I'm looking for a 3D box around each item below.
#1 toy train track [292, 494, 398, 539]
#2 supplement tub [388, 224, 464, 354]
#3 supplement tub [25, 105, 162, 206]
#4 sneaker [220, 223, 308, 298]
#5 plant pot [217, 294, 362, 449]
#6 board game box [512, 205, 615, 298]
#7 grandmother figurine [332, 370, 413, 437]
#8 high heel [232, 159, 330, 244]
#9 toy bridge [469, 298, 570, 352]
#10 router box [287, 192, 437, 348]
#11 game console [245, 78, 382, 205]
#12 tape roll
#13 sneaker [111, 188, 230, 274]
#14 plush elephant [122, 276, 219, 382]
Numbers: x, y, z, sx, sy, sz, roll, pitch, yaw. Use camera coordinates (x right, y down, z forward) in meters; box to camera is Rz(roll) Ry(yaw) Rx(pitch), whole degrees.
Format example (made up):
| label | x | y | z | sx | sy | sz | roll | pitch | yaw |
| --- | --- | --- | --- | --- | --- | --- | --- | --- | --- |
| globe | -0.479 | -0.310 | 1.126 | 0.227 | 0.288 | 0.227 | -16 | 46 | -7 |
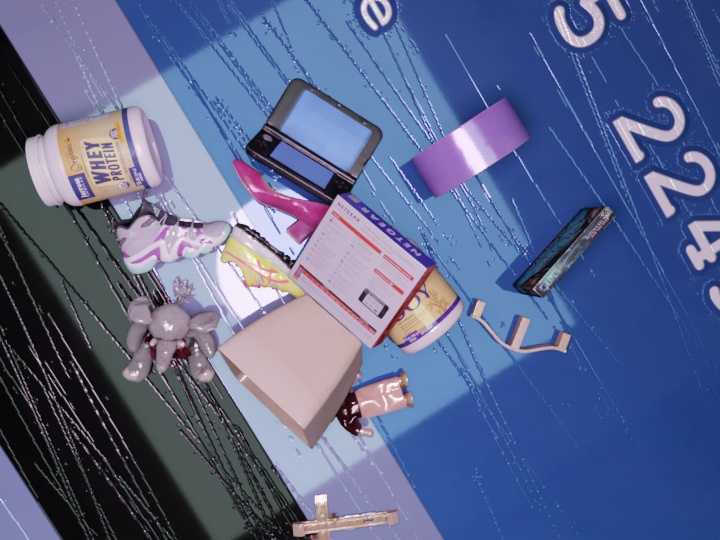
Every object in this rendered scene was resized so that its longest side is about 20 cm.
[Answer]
| label | x | y | z | sx | sy | sz | roll | pitch | yaw |
| --- | --- | --- | --- | --- | --- | --- | --- | --- | --- |
| toy train track | -0.027 | 0.475 | 1.539 | 0.199 | 0.033 | 0.115 | -6 | 92 | -6 |
| supplement tub | 0.075 | 0.033 | 1.479 | 0.145 | 0.145 | 0.200 | -40 | 95 | -3 |
| supplement tub | -0.458 | -0.194 | 1.426 | 0.199 | 0.144 | 0.145 | -15 | 93 | -4 |
| sneaker | -0.169 | 0.005 | 1.499 | 0.200 | 0.078 | 0.090 | 39 | 99 | -1 |
| plant pot | -0.103 | 0.163 | 1.431 | 0.200 | 0.200 | 0.177 | 40 | 75 | 15 |
| board game box | 0.370 | -0.035 | 1.508 | 0.028 | 0.135 | 0.200 | 42 | 87 | -5 |
| grandmother figurine | -0.004 | 0.252 | 1.526 | 0.199 | 0.061 | 0.122 | -14 | 65 | -2 |
| high heel | -0.138 | -0.145 | 1.489 | 0.096 | 0.067 | 0.200 | -41 | 100 | 7 |
| toy bridge | 0.301 | 0.119 | 1.560 | 0.199 | 0.027 | 0.067 | 21 | 92 | -5 |
| router box | 0.000 | 0.000 | 1.389 | 0.200 | 0.049 | 0.180 | 41 | 115 | 15 |
| game console | -0.079 | -0.231 | 1.476 | 0.200 | 0.176 | 0.117 | 31 | 117 | -5 |
| tape roll | 0.194 | -0.217 | 1.455 | 0.200 | 0.200 | 0.085 | -32 | 94 | -3 |
| sneaker | -0.340 | -0.086 | 1.453 | 0.199 | 0.078 | 0.140 | -20 | 116 | -5 |
| plush elephant | -0.333 | 0.114 | 1.439 | 0.164 | 0.155 | 0.201 | 8 | 91 | -5 |
